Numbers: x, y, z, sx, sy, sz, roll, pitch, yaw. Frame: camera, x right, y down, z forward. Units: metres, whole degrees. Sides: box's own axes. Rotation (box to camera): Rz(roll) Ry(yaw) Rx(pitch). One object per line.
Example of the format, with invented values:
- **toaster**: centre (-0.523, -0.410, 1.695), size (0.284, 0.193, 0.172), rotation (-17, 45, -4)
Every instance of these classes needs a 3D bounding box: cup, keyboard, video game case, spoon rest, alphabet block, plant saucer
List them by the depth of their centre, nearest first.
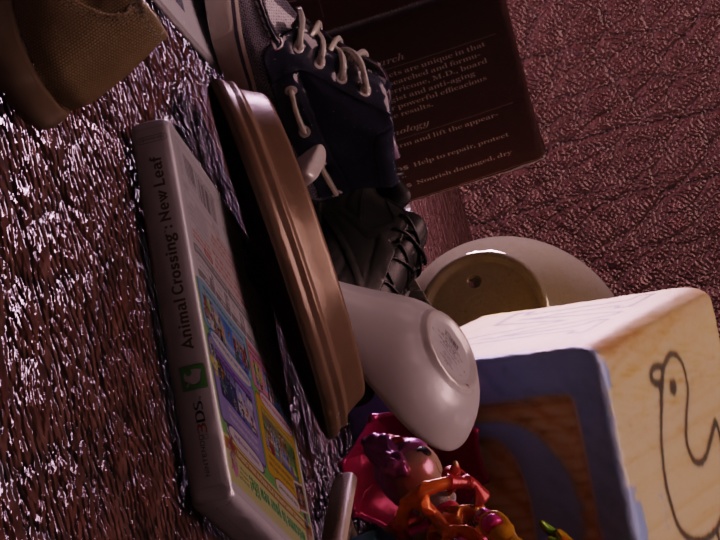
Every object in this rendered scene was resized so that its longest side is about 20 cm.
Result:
- **video game case**: centre (-0.062, 0.047, 1.030), size (0.200, 0.022, 0.182), rotation (62, 15, -69)
- **plant saucer**: centre (-0.037, -0.009, 1.143), size (0.200, 0.029, 0.200), rotation (162, -90, -85)
- **keyboard**: centre (-0.102, -0.156, 1.172), size (0.200, 0.011, 0.056), rotation (44, 38, -78)
- **spoon rest**: centre (0.006, 0.022, 1.272), size (0.200, 0.061, 0.099), rotation (55, 26, -17)
- **alphabet block**: centre (0.133, 0.131, 1.469), size (0.200, 0.196, 0.195), rotation (-22, 103, -58)
- **cup**: centre (0.110, 0.054, 1.717), size (0.143, 0.200, 0.200), rotation (52, 25, -69)

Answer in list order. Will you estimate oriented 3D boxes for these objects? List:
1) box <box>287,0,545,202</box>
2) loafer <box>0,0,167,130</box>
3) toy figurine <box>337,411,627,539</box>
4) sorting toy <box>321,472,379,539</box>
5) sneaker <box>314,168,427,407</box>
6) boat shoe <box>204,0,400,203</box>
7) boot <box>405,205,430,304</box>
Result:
- **box**: centre (0.014, -0.166, 1.452), size (0.200, 0.164, 0.166), rotation (67, 7, -54)
- **loafer**: centre (-0.110, -0.145, 0.810), size (0.076, 0.067, 0.200), rotation (63, 15, -64)
- **toy figurine**: centre (0.053, 0.155, 1.308), size (0.184, 0.150, 0.200), rotation (45, 3, 30)
- **sorting toy**: centre (0.014, 0.233, 1.228), size (0.185, 0.036, 0.200), rotation (-78, 154, -76)
- **sneaker**: centre (0.000, 0.000, 1.358), size (0.076, 0.091, 0.200), rotation (72, 8, -47)
- **boat shoe**: centre (-0.032, -0.127, 1.267), size (0.075, 0.093, 0.200), rotation (-89, 168, -52)
- **boot**: centre (0.015, 0.002, 1.642), size (0.200, 0.073, 0.182), rotation (-106, -176, -84)
